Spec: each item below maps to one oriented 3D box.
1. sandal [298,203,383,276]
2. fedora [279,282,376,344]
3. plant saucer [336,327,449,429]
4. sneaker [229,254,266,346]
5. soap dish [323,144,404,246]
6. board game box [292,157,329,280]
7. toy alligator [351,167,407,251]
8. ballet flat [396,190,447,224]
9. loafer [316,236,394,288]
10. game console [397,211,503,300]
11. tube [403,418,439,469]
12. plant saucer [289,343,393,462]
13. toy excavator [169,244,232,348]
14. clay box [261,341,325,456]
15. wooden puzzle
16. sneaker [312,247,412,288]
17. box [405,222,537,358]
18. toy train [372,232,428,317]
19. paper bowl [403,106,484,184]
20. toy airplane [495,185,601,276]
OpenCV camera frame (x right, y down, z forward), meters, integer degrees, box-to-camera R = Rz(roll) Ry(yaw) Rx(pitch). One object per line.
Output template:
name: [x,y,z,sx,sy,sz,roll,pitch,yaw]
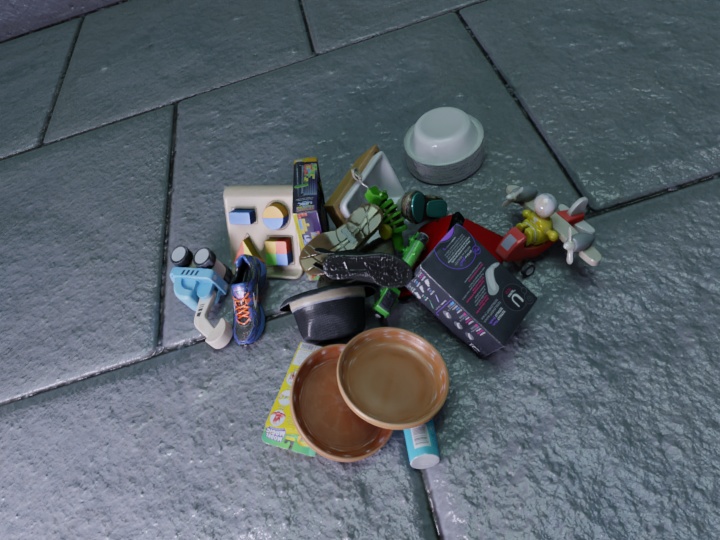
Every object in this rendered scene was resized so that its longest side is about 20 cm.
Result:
sandal: [-0.033,-0.056,1.126,0.198,0.054,0.081,-38,71,0]
fedora: [-0.055,0.089,1.077,0.194,0.201,0.095,-14,79,3]
plant saucer: [0.055,0.186,0.959,0.193,0.038,0.204,4,44,-4]
sneaker: [-0.246,0.058,1.175,0.073,0.079,0.206,-10,67,15]
soap dish: [0.011,-0.152,1.249,0.080,0.159,0.202,2,48,41]
board game box: [-0.103,-0.110,1.207,0.055,0.203,0.169,-7,49,1]
toy alligator: [0.047,-0.135,1.149,0.059,0.054,0.204,-29,88,-44]
ballet flat: [0.120,-0.136,1.203,0.073,0.070,0.198,9,8,30]
loafer: [0.000,0.000,1.160,0.197,0.070,0.075,-31,18,-21]
game console: [0.189,-0.005,1.162,0.170,0.119,0.204,-18,39,44]
tube: [0.095,0.235,0.970,0.075,0.051,0.204,13,45,-21]
plant saucer: [-0.028,0.229,0.975,0.194,0.033,0.206,9,58,-14]
toy excavator: [-0.344,0.062,1.220,0.188,0.100,0.206,4,65,21]
clay box: [-0.092,0.237,1.021,0.111,0.048,0.204,9,55,19]
wooden puzzle: [-0.221,-0.083,1.239,0.179,0.207,0.046,2,14,18]
sneaker: [0.001,-0.011,1.035,0.193,0.062,0.104,6,8,5]
box: [0.197,0.038,1.011,0.200,0.106,0.122,44,68,5]
toy train: [0.083,0.005,1.115,0.041,0.056,0.203,31,70,-2]
paper bowl: [0.202,-0.315,1.356,0.194,0.106,0.205,-8,51,9]
toy airplane: [0.374,-0.097,1.102,0.194,0.143,0.203,6,52,20]
